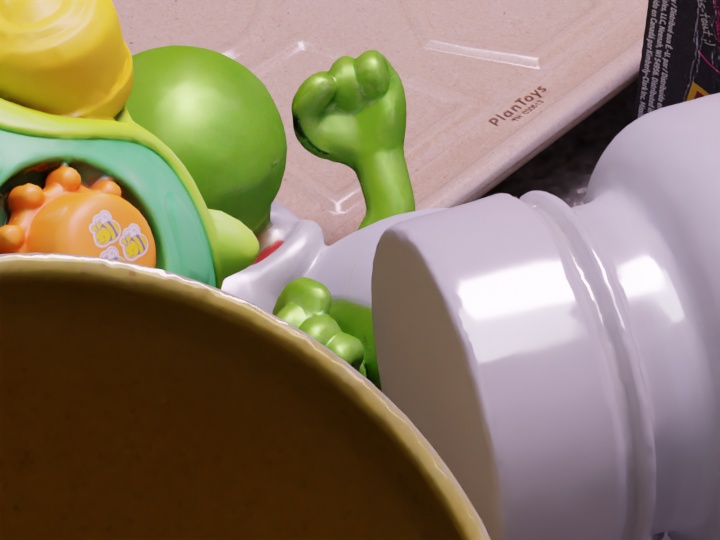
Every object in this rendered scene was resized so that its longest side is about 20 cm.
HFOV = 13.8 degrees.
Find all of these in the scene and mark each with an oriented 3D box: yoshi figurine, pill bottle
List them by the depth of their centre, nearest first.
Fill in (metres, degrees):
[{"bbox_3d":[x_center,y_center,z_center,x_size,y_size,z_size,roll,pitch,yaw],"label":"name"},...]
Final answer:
[{"bbox_3d":[0.110,0.011,0.694,0.200,0.114,0.114,-13,48,-14],"label":"pill bottle"},{"bbox_3d":[-0.002,-0.009,0.818,0.200,0.112,0.112,9,85,17],"label":"yoshi figurine"}]

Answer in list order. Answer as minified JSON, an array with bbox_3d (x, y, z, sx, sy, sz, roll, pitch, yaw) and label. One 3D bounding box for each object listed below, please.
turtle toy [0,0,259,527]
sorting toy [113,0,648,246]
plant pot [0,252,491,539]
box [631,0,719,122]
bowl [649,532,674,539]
[{"bbox_3d":[-0.119,0.023,0.721,0.200,0.146,0.101,-15,45,-7],"label":"turtle toy"},{"bbox_3d":[-0.007,-0.081,0.969,0.200,0.037,0.185,32,53,31],"label":"sorting toy"},{"bbox_3d":[-0.072,0.112,0.636,0.200,0.142,0.200,2,74,-8],"label":"plant pot"},{"bbox_3d":[0.196,-0.093,0.912,0.200,0.132,0.115,-32,55,-29],"label":"box"},{"bbox_3d":[0.140,0.124,0.730,0.200,0.094,0.201,1,45,-1],"label":"bowl"}]
